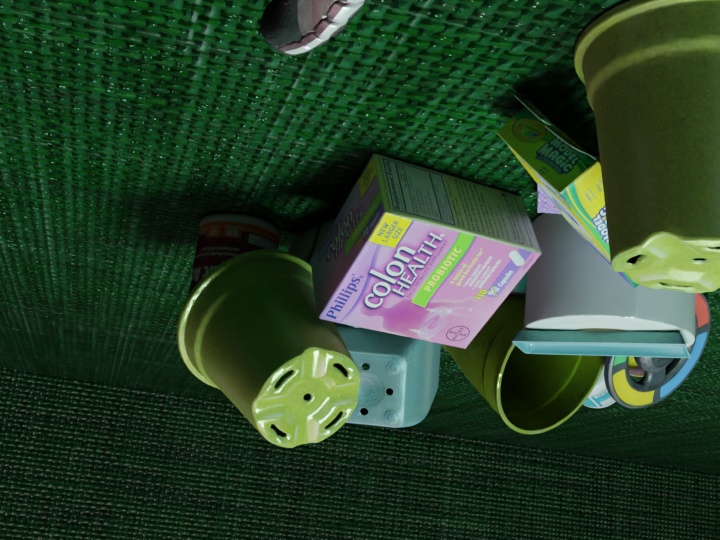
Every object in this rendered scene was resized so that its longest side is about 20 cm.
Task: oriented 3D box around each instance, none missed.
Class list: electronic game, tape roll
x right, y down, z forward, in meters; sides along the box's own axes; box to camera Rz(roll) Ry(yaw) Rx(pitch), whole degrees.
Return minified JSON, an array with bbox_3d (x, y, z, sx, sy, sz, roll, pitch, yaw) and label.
[{"bbox_3d":[0.428,0.109,1.378,0.200,0.200,0.042,19,-168,-38],"label":"electronic game"},{"bbox_3d":[0.304,0.016,1.170,0.202,0.140,0.203,6,165,2],"label":"tape roll"}]

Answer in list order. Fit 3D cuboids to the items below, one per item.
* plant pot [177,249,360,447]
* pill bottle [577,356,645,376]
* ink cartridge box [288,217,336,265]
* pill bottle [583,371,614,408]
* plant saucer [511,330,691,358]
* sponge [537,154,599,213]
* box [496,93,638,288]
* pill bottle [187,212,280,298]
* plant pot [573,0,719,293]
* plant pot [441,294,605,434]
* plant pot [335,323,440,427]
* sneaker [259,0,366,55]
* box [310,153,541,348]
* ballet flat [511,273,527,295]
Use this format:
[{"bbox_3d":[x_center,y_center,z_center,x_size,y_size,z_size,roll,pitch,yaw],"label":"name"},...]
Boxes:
[{"bbox_3d":[-0.096,0.105,1.143,0.200,0.201,0.184,18,-163,-35],"label":"plant pot"},{"bbox_3d":[0.406,0.098,1.459,0.200,0.115,0.114,19,160,-38],"label":"pill bottle"},{"bbox_3d":[0.000,0.000,1.286,0.144,0.084,0.200,31,155,-23],"label":"ink cartridge box"},{"bbox_3d":[0.433,0.195,1.792,0.110,0.111,0.200,-1,162,24],"label":"pill bottle"},{"bbox_3d":[0.285,0.086,1.138,0.199,0.019,0.070,-2,162,24],"label":"plant saucer"},{"bbox_3d":[0.287,-0.086,1.017,0.199,0.030,0.112,4,163,10],"label":"sponge"},{"bbox_3d":[0.203,-0.075,0.892,0.048,0.117,0.200,-41,132,6],"label":"box"},{"bbox_3d":[-0.177,0.032,1.307,0.114,0.201,0.114,6,164,2],"label":"pill bottle"},{"bbox_3d":[0.264,-0.086,0.745,0.200,0.185,0.200,6,165,2],"label":"plant pot"},{"bbox_3d":[0.214,0.100,1.380,0.200,0.201,0.193,19,-171,-38],"label":"plant pot"},{"bbox_3d":[0.020,0.135,1.454,0.196,0.197,0.200,5,-160,6],"label":"plant pot"},{"bbox_3d":[-0.033,-0.222,0.620,0.115,0.076,0.200,24,147,-34],"label":"sneaker"},{"bbox_3d":[0.070,-0.016,1.097,0.199,0.097,0.176,14,132,-23],"label":"box"},{"bbox_3d":[0.184,-0.004,1.314,0.199,0.068,0.064,2,-168,8],"label":"ballet flat"}]
